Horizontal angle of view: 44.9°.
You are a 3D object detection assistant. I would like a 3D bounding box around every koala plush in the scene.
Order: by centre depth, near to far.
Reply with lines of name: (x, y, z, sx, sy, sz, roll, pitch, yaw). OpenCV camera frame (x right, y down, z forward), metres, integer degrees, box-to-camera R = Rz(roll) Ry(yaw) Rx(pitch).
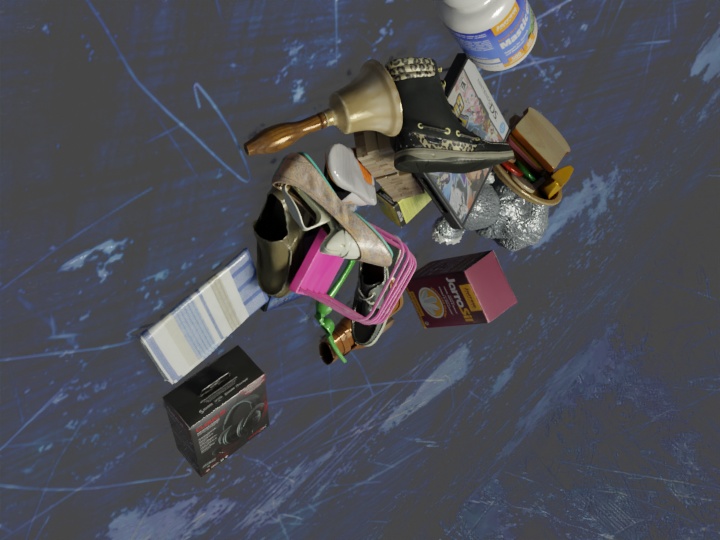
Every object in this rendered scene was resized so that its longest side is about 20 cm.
koala plush: (0.220, -0.120, 1.554, 0.200, 0.184, 0.178, 3, 125, -45)

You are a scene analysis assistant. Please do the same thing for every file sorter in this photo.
file sorter: (0.000, 0.000, 1.286, 0.139, 0.125, 0.200, -61, 171, 1)

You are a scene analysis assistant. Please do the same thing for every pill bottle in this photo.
pill bottle: (0.164, -0.356, 1.170, 0.112, 0.112, 0.200, -51, 156, 7)

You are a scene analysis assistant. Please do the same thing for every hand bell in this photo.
hand bell: (-0.057, -0.190, 1.116, 0.199, 0.104, 0.104, -23, 148, -18)

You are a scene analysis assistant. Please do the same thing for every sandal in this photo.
sandal: (-0.029, -0.136, 1.224, 0.059, 0.080, 0.207, -11, 172, 16)

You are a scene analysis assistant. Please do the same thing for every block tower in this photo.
block tower: (0.043, -0.163, 1.286, 0.054, 0.058, 0.200, -13, 161, 14)

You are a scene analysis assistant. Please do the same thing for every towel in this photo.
towel: (-0.223, 0.067, 1.258, 0.200, 0.024, 0.147, -42, 152, -17)

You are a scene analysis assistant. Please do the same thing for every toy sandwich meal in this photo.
toy sandwich meal: (0.298, -0.200, 1.519, 0.205, 0.205, 0.070, -13, 154, -51)

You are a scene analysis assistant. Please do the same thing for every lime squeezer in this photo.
lime squeezer: (-0.050, 0.076, 1.510, 0.071, 0.038, 0.201, -22, 124, -47)

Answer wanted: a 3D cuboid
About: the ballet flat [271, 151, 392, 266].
ballet flat: (-0.043, -0.063, 1.142, 0.067, 0.200, 0.068, -48, -170, -26)

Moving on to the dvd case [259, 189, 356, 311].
dvd case: (-0.080, -0.031, 1.353, 0.142, 0.018, 0.200, -22, 145, -42)

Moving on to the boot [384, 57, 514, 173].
boot: (0.124, -0.217, 1.221, 0.203, 0.154, 0.073, -5, 172, -34)

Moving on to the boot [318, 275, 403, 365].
boot: (-0.008, 0.084, 1.586, 0.155, 0.077, 0.200, -31, 157, -24)

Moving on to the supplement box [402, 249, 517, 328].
supplement box: (0.183, 0.038, 1.646, 0.086, 0.111, 0.200, -32, -169, -31)

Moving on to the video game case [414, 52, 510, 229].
video game case: (0.153, -0.195, 1.331, 0.181, 0.025, 0.200, 49, 61, -46)

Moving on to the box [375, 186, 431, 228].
box: (0.115, -0.165, 1.435, 0.200, 0.050, 0.075, -44, 152, -7)

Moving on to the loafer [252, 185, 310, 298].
loafer: (-0.118, -0.046, 1.214, 0.067, 0.076, 0.201, -20, 133, -44)

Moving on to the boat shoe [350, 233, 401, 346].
boat shoe: (0.015, 0.033, 1.495, 0.068, 0.072, 0.201, -1, 106, -63)

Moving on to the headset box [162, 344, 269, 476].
headset box: (-0.229, 0.224, 1.409, 0.149, 0.077, 0.200, -35, 153, -26)
